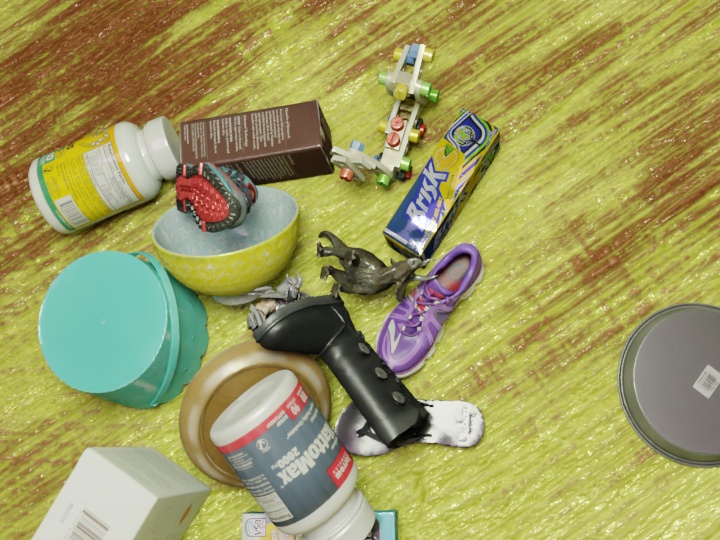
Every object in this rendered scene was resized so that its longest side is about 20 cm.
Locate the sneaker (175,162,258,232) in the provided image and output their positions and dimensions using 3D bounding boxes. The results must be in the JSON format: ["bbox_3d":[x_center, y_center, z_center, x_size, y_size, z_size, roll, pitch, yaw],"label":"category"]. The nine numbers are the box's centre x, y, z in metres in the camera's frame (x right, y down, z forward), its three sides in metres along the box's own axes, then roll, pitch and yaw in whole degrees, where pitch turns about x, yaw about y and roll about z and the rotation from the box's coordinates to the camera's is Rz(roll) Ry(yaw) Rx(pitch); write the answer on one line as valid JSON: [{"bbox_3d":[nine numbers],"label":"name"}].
[{"bbox_3d":[-0.167,-0.101,1.004,0.094,0.199,0.081,-6,108,-26],"label":"sneaker"}]

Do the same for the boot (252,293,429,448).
[{"bbox_3d":[-0.019,0.127,0.963,0.066,0.164,0.202,-44,73,34],"label":"boot"}]

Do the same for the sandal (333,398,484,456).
[{"bbox_3d":[0.059,0.193,1.030,0.195,0.043,0.078,-6,76,7],"label":"sandal"}]

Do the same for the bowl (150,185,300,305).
[{"bbox_3d":[-0.168,-0.022,1.068,0.195,0.201,0.110,-4,120,7],"label":"bowl"}]

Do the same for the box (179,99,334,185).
[{"bbox_3d":[-0.141,-0.169,1.111,0.195,0.100,0.077,-6,75,6],"label":"box"}]

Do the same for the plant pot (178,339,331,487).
[{"bbox_3d":[-0.126,0.185,1.003,0.195,0.027,0.205,-6,109,-18],"label":"plant pot"}]

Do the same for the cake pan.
[{"bbox_3d":[0.419,0.137,0.992,0.195,0.037,0.205,-2,77,8],"label":"cake pan"}]

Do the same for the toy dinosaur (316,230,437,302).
[{"bbox_3d":[0.000,0.000,1.051,0.199,0.101,0.079,17,93,56],"label":"toy dinosaur"}]

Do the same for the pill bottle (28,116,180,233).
[{"bbox_3d":[-0.349,-0.139,1.129,0.196,0.113,0.115,-22,75,4],"label":"pill bottle"}]

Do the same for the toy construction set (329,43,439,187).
[{"bbox_3d":[0.042,-0.192,1.073,0.091,0.131,0.202,31,84,14],"label":"toy construction set"}]

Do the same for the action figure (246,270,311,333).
[{"bbox_3d":[-0.106,0.100,1.046,0.069,0.128,0.205,18,94,50],"label":"action figure"}]

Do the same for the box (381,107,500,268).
[{"bbox_3d":[0.110,-0.108,1.076,0.064,0.070,0.202,31,83,16],"label":"box"}]

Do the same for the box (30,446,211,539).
[{"bbox_3d":[-0.289,0.307,0.975,0.105,0.200,0.154,29,83,12],"label":"box"}]

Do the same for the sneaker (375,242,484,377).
[{"bbox_3d":[0.084,0.043,1.039,0.080,0.083,0.202,33,85,14],"label":"sneaker"}]

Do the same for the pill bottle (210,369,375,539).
[{"bbox_3d":[-0.072,0.230,0.932,0.119,0.120,0.202,-35,100,-1],"label":"pill bottle"}]

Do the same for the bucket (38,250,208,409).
[{"bbox_3d":[-0.311,0.076,1.064,0.202,0.135,0.213,-1,79,7],"label":"bucket"}]

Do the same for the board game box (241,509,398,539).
[{"bbox_3d":[-0.050,0.379,1.002,0.195,0.047,0.155,-3,77,8],"label":"board game box"}]
